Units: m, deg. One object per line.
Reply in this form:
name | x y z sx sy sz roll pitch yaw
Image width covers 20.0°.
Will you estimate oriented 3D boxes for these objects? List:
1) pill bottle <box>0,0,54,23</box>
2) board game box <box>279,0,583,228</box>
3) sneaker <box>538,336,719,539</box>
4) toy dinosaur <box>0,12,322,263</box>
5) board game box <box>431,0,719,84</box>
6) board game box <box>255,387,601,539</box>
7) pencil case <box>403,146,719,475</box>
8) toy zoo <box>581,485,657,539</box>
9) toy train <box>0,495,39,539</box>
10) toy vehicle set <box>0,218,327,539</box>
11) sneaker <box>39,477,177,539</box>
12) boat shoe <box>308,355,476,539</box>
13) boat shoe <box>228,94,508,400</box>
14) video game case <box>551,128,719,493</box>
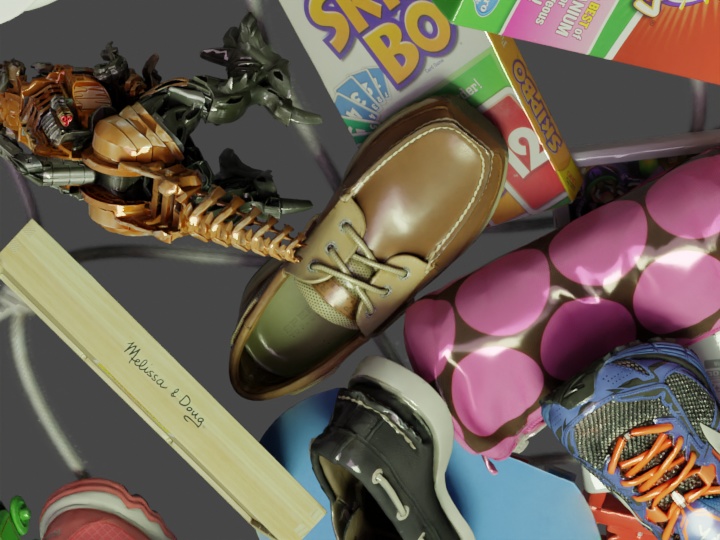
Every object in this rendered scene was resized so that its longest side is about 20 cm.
pill bottle | -0.151 -0.177 0.881 0.110 0.200 0.112 2 118 4
board game box | 0.024 -0.108 0.989 0.095 0.030 0.201 -15 113 31
sneaker | 0.156 0.098 0.970 0.075 0.079 0.200 -37 135 19
toy dinosaur | -0.097 -0.049 0.973 0.200 0.135 0.102 52 135 24
board game box | 0.143 -0.166 0.910 0.198 0.040 0.154 8 120 -30
board game box | 0.038 0.132 1.107 0.198 0.039 0.159 22 130 7
pencil case | 0.123 0.017 0.988 0.199 0.091 0.094 -28 92 11
toy zoo | 0.184 0.139 1.116 0.130 0.021 0.201 13 116 -2
toy train | -0.180 0.217 1.162 0.041 0.057 0.201 -14 114 11
toy vehicle set | -0.104 0.057 1.024 0.200 0.124 0.027 45 81 -7
sneaker | -0.097 0.199 1.130 0.199 0.087 0.074 31 116 -11
boat shoe | 0.014 0.121 1.008 0.074 0.060 0.201 29 152 21
boat shoe | 0.000 0.000 1.009 0.075 0.074 0.200 37 127 -6
video game case | 0.202 0.017 1.037 0.198 0.023 0.184 -6 106 8
